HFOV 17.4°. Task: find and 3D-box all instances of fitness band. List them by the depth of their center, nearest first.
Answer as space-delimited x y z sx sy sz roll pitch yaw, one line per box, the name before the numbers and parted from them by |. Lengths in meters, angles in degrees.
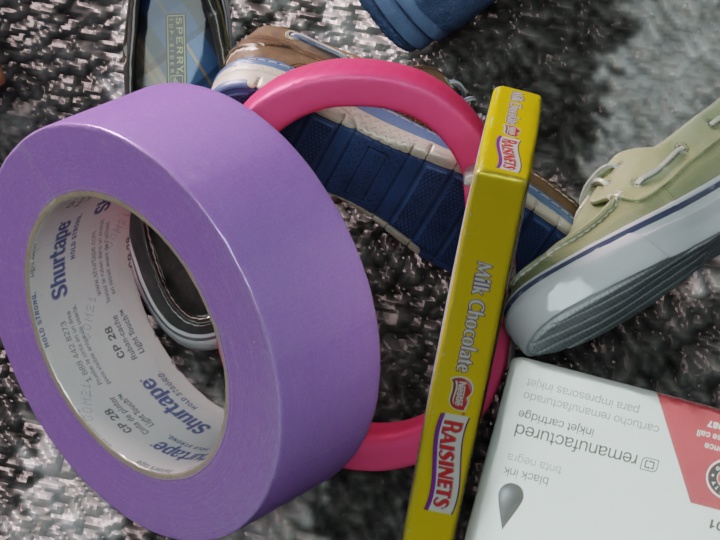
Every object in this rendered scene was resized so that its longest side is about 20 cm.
fitness band | 0.000 0.000 1.101 0.143 0.037 0.200 0 112 8

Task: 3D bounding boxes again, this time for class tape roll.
tape roll | -0.084 0.019 1.072 0.066 0.200 0.200 -26 74 -40

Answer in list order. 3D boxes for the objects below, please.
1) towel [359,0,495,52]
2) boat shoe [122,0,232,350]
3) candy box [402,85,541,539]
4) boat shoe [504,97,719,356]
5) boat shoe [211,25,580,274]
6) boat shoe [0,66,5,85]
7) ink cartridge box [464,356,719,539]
towel | 0.069 -0.203 1.146 0.200 0.049 0.112 -37 78 20
boat shoe | -0.085 -0.063 1.155 0.070 0.066 0.200 -2 78 4
candy box | 0.047 0.029 1.031 0.026 0.102 0.200 10 116 1
boat shoe | 0.136 -0.026 1.110 0.200 0.072 0.062 -30 73 -30
boat shoe | 0.027 -0.063 1.137 0.200 0.072 0.072 28 48 -10
boat shoe | -0.223 -0.175 1.192 0.074 0.076 0.200 -11 86 -3
ink cartridge box | 0.113 0.157 1.084 0.144 0.084 0.200 14 81 7
